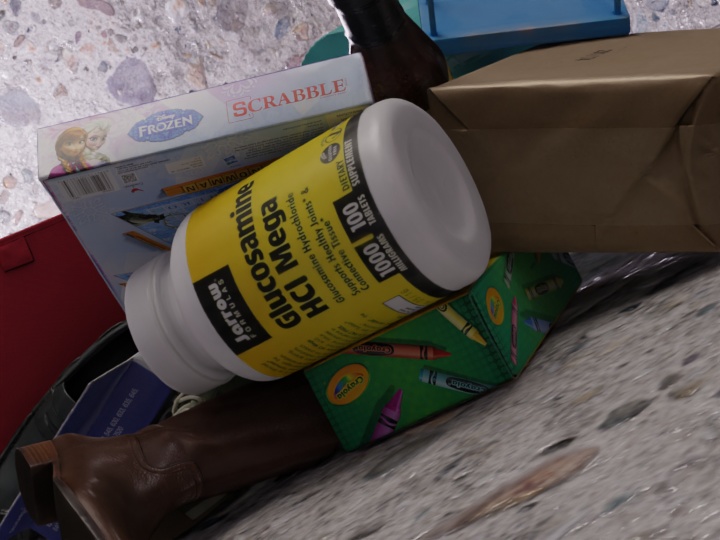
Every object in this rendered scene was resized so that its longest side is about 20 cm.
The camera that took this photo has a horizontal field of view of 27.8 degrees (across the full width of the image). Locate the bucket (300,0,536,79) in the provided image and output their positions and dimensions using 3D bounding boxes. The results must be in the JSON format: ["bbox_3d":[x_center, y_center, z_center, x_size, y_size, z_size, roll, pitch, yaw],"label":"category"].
[{"bbox_3d":[0.057,-0.120,1.103,0.134,0.208,0.207,-33,6,-35],"label":"bucket"}]

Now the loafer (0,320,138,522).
[{"bbox_3d":[-0.220,0.110,1.124,0.201,0.068,0.070,-48,-14,-9],"label":"loafer"}]

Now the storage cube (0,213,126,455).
[{"bbox_3d":[-0.261,0.053,1.244,0.199,0.181,0.171,-22,4,-10],"label":"storage cube"}]

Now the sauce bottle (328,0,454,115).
[{"bbox_3d":[0.031,-0.111,0.920,0.065,0.201,0.066,-13,45,13],"label":"sauce bottle"}]

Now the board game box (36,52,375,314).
[{"bbox_3d":[-0.075,-0.040,0.913,0.198,0.041,0.200,-12,-32,3],"label":"board game box"}]

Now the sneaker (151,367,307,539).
[{"bbox_3d":[-0.103,0.101,0.957,0.200,0.090,0.067,-34,7,-42],"label":"sneaker"}]

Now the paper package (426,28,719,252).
[{"bbox_3d":[0.164,-0.086,0.906,0.189,0.104,0.200,0,16,30],"label":"paper package"}]

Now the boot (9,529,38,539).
[{"bbox_3d":[-0.264,0.185,1.288,0.164,0.066,0.199,-23,3,45],"label":"boot"}]

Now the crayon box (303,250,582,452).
[{"bbox_3d":[0.058,0.033,0.910,0.118,0.059,0.200,-27,5,25],"label":"crayon box"}]

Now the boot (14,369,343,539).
[{"bbox_3d":[-0.079,0.119,0.831,0.199,0.065,0.186,-11,25,-25],"label":"boot"}]

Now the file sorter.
[{"bbox_3d":[0.103,-0.256,1.011,0.137,0.123,0.201,-6,36,2],"label":"file sorter"}]

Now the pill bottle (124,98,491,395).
[{"bbox_3d":[-0.035,-0.006,0.831,0.199,0.113,0.112,-28,4,25],"label":"pill bottle"}]

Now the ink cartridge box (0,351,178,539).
[{"bbox_3d":[-0.163,0.116,1.062,0.198,0.047,0.200,-54,-8,34],"label":"ink cartridge box"}]
